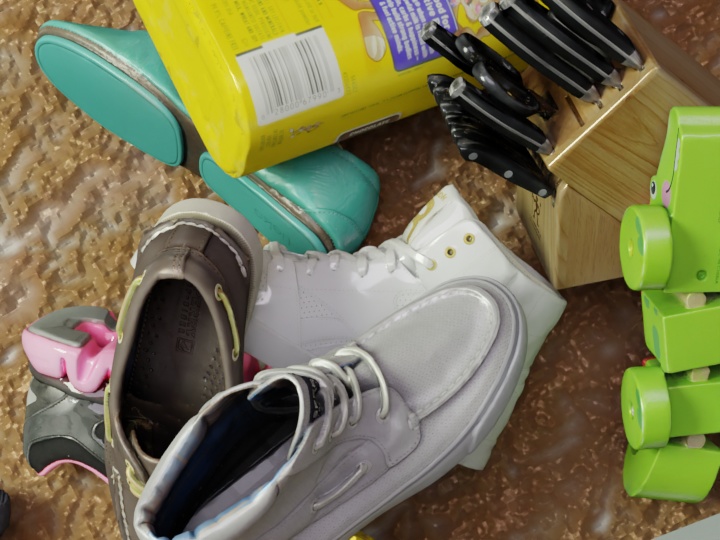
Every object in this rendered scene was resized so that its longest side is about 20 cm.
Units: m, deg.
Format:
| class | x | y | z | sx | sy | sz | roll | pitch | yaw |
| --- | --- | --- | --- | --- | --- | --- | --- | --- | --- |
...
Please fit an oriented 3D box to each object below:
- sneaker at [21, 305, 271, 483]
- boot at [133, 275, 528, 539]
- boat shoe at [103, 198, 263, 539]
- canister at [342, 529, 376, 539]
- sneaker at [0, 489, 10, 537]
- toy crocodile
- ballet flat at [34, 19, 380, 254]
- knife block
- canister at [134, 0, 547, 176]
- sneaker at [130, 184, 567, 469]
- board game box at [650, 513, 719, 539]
| class | x | y | z | sx | sy | sz | roll | pitch | yaw |
| --- | --- | --- | --- | --- | --- | --- | --- | --- | --- |
| sneaker | -0.077 | 0.088 | 0.968 | 0.198 | 0.079 | 0.096 | 17 | 104 | 8 |
| boot | -0.009 | 0.065 | 0.847 | 0.200 | 0.096 | 0.073 | -45 | 64 | -9 |
| boat shoe | -0.084 | 0.069 | 0.891 | 0.071 | 0.060 | 0.201 | 14 | 119 | 6 |
| canister | -0.018 | 0.228 | 0.900 | 0.148 | 0.087 | 0.201 | 30 | 79 | -6 |
| sneaker | -0.263 | 0.156 | 0.973 | 0.198 | 0.070 | 0.083 | -11 | 96 | 3 |
| toy crocodile | 0.151 | 0.019 | 0.909 | 0.067 | 0.062 | 0.202 | -5 | 113 | -9 |
| ballet flat | -0.072 | -0.078 | 1.007 | 0.199 | 0.067 | 0.070 | 36 | 63 | 11 |
| knife block | 0.128 | -0.082 | 0.905 | 0.198 | 0.177 | 0.064 | -10 | 43 | -10 |
| canister | 0.001 | -0.142 | 0.959 | 0.199 | 0.087 | 0.149 | -21 | 70 | -19 |
| sneaker | 0.000 | 0.000 | 0.938 | 0.199 | 0.074 | 0.116 | 27 | 99 | -14 |
| board game box | 0.133 | 0.216 | 0.795 | 0.147 | 0.064 | 0.201 | -25 | 93 | 22 |
